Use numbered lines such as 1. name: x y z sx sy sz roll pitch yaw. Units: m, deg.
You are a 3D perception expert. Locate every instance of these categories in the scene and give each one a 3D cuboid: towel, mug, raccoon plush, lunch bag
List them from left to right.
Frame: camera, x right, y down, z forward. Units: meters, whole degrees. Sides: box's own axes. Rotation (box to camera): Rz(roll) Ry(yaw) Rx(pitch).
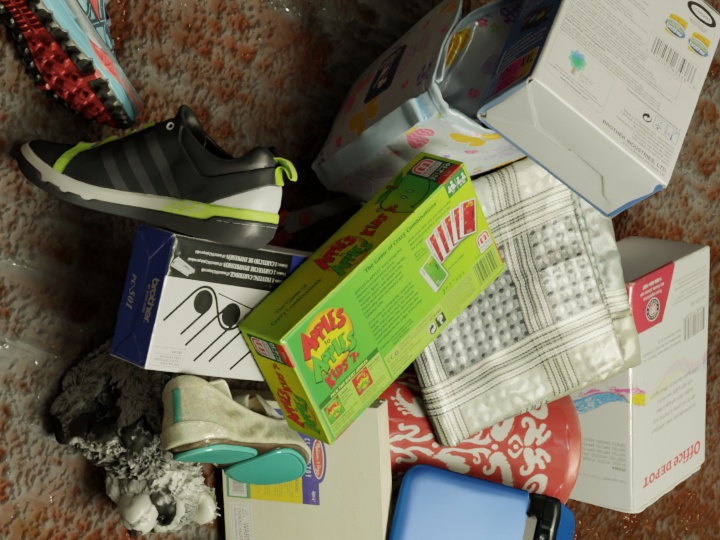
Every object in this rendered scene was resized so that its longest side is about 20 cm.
1. raccoon plush: -0.132 0.097 1.533 0.200 0.097 0.134 -58 137 -18
2. mug: 0.059 0.159 1.688 0.199 0.133 0.178 7 92 -39
3. lunch bag: 0.076 -0.133 1.604 0.200 0.169 0.127 -25 84 -37
4. towel: 0.120 0.017 1.623 0.199 0.035 0.193 -22 101 -23

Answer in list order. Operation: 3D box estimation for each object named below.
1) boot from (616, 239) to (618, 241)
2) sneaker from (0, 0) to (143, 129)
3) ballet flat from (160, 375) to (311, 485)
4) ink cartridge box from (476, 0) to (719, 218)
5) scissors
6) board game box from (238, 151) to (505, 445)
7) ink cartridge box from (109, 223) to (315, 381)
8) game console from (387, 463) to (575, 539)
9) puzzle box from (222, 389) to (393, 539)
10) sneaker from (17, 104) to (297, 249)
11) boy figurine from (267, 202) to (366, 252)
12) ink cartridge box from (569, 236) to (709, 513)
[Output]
1. boot: 0.182 0.070 1.825 0.131 0.070 0.201 -7 108 -47
2. sneaker: -0.191 -0.188 1.429 0.096 0.079 0.200 -48 126 -27
3. ballet flat: -0.086 0.111 1.497 0.200 0.067 0.063 36 40 -69
4. ink cartridge box: 0.182 -0.161 1.533 0.136 0.076 0.200 36 58 -19
5. scissors: -0.055 -0.042 1.622 0.200 0.014 0.073 -36 119 -30
6. board game box: 0.012 0.018 1.500 0.200 0.048 0.102 -44 129 -26
7. ink cartridge box: -0.078 0.028 1.483 0.200 0.044 0.094 8 96 -45
8. game console: 0.084 0.265 1.632 0.171 0.118 0.201 44 59 -73
9. puzzle box: -0.039 0.192 1.604 0.025 0.132 0.201 -32 123 -65
10. sneaker: -0.136 -0.074 1.433 0.072 0.199 0.083 -2 107 -74
11. boy figurine: 0.000 0.000 1.632 0.200 0.064 0.125 -14 129 -45
12. ink cartridge box: 0.228 0.084 1.776 0.147 0.085 0.201 -21 115 -53
